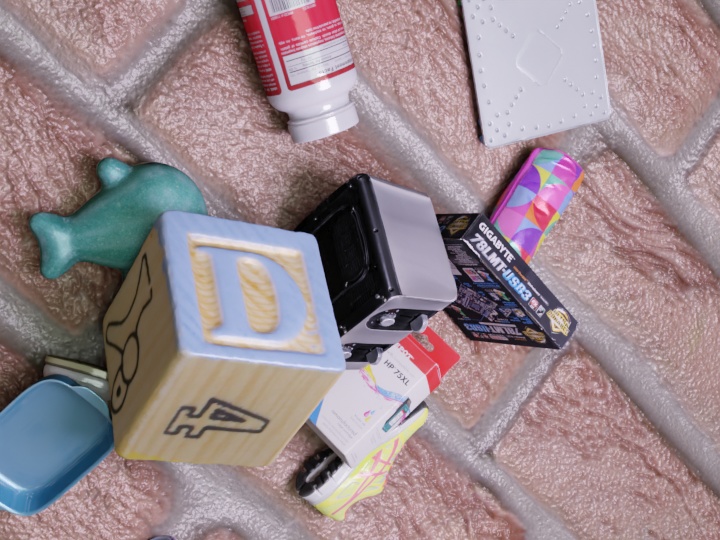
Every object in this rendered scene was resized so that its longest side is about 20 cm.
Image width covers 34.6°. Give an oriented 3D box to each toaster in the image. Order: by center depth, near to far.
[{"bbox_3d":[0.000,0.000,1.355,0.118,0.181,0.202,11,52,-40],"label":"toaster"}]

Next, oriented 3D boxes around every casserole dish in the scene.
[{"bbox_3d":[-0.359,0.192,1.299,0.200,0.039,0.121,-41,112,16],"label":"casserole dish"}]

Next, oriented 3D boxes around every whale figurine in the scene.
[{"bbox_3d":[-0.267,-0.048,1.302,0.198,0.104,0.161,-14,103,-22],"label":"whale figurine"}]

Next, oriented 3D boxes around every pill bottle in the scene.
[{"bbox_3d":[-0.069,-0.258,1.354,0.111,0.112,0.202,-22,105,-19],"label":"pill bottle"}]

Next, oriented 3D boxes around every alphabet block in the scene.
[{"bbox_3d":[-0.156,0.080,1.269,0.194,0.197,0.200,10,137,-29],"label":"alphabet block"}]

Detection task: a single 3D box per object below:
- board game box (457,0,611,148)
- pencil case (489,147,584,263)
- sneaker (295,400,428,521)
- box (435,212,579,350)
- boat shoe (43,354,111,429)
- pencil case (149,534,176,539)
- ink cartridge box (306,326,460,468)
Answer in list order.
[{"bbox_3d":[0.230,-0.280,1.525,0.198,0.026,0.202,-15,102,-20],"label":"board game box"},{"bbox_3d":[0.211,-0.069,1.517,0.088,0.088,0.201,39,80,-23],"label":"pencil case"},{"bbox_3d":[0.012,0.241,1.485,0.199,0.078,0.091,-38,118,-8],"label":"sneaker"},{"bbox_3d":[0.144,0.013,1.433,0.199,0.199,0.050,45,71,-21],"label":"box"},{"bbox_3d":[-0.279,0.156,1.342,0.198,0.075,0.069,24,84,-23],"label":"boat shoe"},{"bbox_3d":[-0.208,0.418,1.403,0.091,0.083,0.201,-40,111,-15],"label":"pencil case"},{"bbox_3d":[0.018,0.131,1.437,0.200,0.067,0.116,-43,66,-12],"label":"ink cartridge box"}]
